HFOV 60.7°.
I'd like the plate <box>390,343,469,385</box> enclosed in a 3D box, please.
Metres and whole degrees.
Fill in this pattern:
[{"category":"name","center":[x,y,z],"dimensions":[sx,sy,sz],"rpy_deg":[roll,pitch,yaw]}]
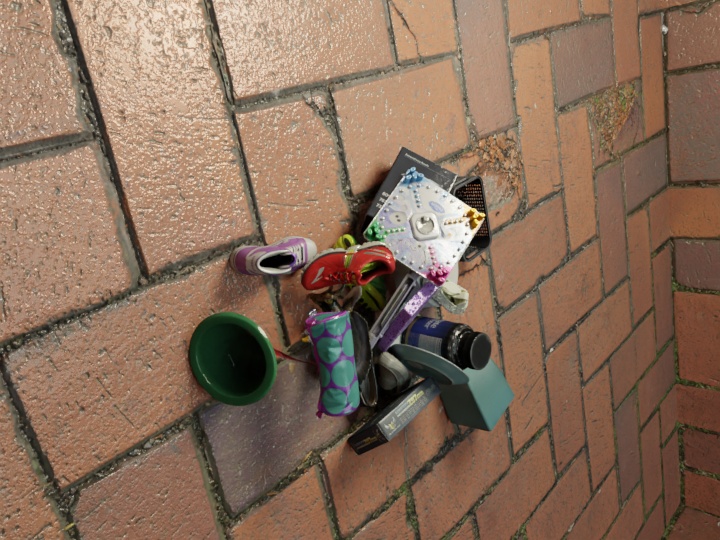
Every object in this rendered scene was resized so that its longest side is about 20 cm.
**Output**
[{"category":"plate","center":[0.157,0.228,1.436],"dimensions":[0.200,0.199,0.026],"rpy_deg":[42,66,-40]}]

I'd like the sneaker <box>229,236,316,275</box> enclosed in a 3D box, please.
[{"category":"sneaker","center":[-0.139,-0.022,1.196],"dimensions":[0.200,0.114,0.073],"rpy_deg":[-16,105,-45]}]

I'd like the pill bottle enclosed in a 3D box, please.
[{"category":"pill bottle","center":[0.203,0.174,1.449],"dimensions":[0.111,0.199,0.113],"rpy_deg":[-6,98,-44]}]

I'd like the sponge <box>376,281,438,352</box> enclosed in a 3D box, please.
[{"category":"sponge","center":[0.105,0.102,1.370],"dimensions":[0.030,0.200,0.112],"rpy_deg":[42,57,8]}]

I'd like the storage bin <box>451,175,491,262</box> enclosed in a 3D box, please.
[{"category":"storage bin","center":[0.258,-0.135,1.602],"dimensions":[0.135,0.093,0.202],"rpy_deg":[-30,116,-40]}]

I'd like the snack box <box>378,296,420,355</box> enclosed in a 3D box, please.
[{"category":"snack box","center":[0.119,0.164,1.533],"dimensions":[0.200,0.037,0.117],"rpy_deg":[43,65,-39]}]

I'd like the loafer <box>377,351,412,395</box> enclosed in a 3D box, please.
[{"category":"loafer","center":[0.074,0.248,1.444],"dimensions":[0.070,0.070,0.200],"rpy_deg":[-48,149,-10]}]

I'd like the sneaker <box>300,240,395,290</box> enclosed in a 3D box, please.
[{"category":"sneaker","center":[-0.024,-0.001,1.231],"dimensions":[0.198,0.085,0.077],"rpy_deg":[-19,131,-3]}]

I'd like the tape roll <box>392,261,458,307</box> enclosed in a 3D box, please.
[{"category":"tape roll","center":[0.162,-0.010,1.510],"dimensions":[0.202,0.070,0.204],"rpy_deg":[11,76,-50]}]

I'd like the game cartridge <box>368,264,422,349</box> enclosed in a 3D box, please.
[{"category":"game cartridge","center":[0.072,0.080,1.351],"dimensions":[0.201,0.038,0.130],"rpy_deg":[-57,172,0]}]

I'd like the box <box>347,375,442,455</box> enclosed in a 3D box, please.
[{"category":"box","center":[0.079,0.337,1.428],"dimensions":[0.199,0.158,0.051],"rpy_deg":[-34,84,-37]}]

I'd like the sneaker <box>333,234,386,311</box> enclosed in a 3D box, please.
[{"category":"sneaker","center":[0.000,0.000,1.383],"dimensions":[0.201,0.074,0.084],"rpy_deg":[61,31,-28]}]

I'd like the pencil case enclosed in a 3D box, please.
[{"category":"pencil case","center":[-0.054,0.177,1.177],"dimensions":[0.092,0.085,0.202],"rpy_deg":[-14,103,-24]}]

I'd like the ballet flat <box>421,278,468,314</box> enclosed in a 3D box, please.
[{"category":"ballet flat","center":[0.218,0.058,1.465],"dimensions":[0.199,0.071,0.072],"rpy_deg":[28,75,-47]}]

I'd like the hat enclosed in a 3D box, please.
[{"category":"hat","center":[-0.206,0.156,1.180],"dimensions":[0.201,0.165,0.176],"rpy_deg":[57,16,-2]}]

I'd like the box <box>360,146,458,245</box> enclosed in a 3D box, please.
[{"category":"box","center":[0.110,-0.152,1.392],"dimensions":[0.147,0.104,0.201],"rpy_deg":[28,69,3]}]

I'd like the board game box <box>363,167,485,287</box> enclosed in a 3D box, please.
[{"category":"board game box","center":[0.139,-0.097,1.308],"dimensions":[0.199,0.026,0.201],"rpy_deg":[34,69,4]}]

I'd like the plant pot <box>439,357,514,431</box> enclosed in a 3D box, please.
[{"category":"plant pot","center":[0.295,0.301,1.665],"dimensions":[0.141,0.141,0.201],"rpy_deg":[-43,115,-34]}]

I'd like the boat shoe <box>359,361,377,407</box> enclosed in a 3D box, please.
[{"category":"boat shoe","center":[0.000,0.218,1.401],"dimensions":[0.074,0.060,0.202],"rpy_deg":[-16,106,-43]}]

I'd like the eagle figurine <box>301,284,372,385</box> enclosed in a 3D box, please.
[{"category":"eagle figurine","center":[-0.050,0.137,1.294],"dimensions":[0.152,0.150,0.202],"rpy_deg":[-47,117,-70]}]
